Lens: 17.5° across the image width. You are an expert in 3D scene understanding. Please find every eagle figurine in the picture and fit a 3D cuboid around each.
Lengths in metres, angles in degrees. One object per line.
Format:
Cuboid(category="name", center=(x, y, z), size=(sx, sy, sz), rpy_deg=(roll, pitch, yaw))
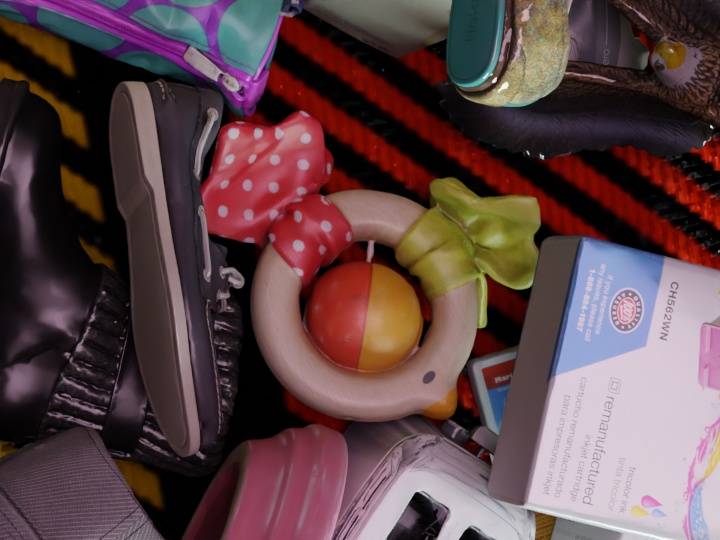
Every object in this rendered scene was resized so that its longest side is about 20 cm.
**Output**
Cuboid(category="eagle figurine", center=(0.164, -0.117, 1.295), size=(0.199, 0.151, 0.152), rpy_deg=(28, 60, 19))

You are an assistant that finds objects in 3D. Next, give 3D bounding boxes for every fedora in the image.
Cuboid(category="fedora", center=(-0.154, 0.145, 1.232), size=(0.090, 0.200, 0.177), rpy_deg=(-37, 90, -19))

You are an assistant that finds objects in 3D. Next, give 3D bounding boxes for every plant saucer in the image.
Cuboid(category="plant saucer", center=(-0.071, 0.170, 1.246), size=(0.050, 0.200, 0.202), rpy_deg=(25, 84, -9))

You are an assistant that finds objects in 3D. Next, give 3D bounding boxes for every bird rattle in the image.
Cuboid(category="bird rattle", center=(0.000, 0.000, 1.297), size=(0.198, 0.113, 0.165), rpy_deg=(12, 73, -17))

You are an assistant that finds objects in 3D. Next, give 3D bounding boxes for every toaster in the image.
Cuboid(category="toaster", center=(0.013, 0.172, 1.303), size=(0.113, 0.129, 0.201), rpy_deg=(35, 82, -11))

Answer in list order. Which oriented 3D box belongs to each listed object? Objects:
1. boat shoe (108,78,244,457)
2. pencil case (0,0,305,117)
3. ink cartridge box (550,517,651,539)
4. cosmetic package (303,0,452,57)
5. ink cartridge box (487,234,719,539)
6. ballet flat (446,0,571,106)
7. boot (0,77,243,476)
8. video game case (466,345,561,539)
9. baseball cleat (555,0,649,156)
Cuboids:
Cuboid(category="boat shoe", center=(-0.087, -0.004, 1.235), size=(0.062, 0.073, 0.202), rpy_deg=(-5, 80, -24))
Cuboid(category="pencil case", center=(-0.136, -0.156, 1.287), size=(0.198, 0.093, 0.085), rpy_deg=(19, 128, -12))
Cuboid(category="ink cartridge box", center=(0.162, 0.135, 1.328), size=(0.066, 0.116, 0.202), rpy_deg=(16, 86, -13))
Cuboid(category="cosmetic package", center=(0.038, -0.185, 1.272), size=(0.071, 0.200, 0.106), rpy_deg=(26, 84, -13))
Cuboid(category="ink cartridge box", center=(0.184, 0.074, 1.232), size=(0.198, 0.085, 0.146), rpy_deg=(14, 86, -11))
Cuboid(category="ballet flat", center=(0.081, -0.180, 1.153), size=(0.070, 0.071, 0.202), rpy_deg=(5, 88, -14))
Cuboid(category="boot", center=(-0.141, 0.005, 1.288), size=(0.156, 0.079, 0.213), rpy_deg=(4, 100, -7))
Cuboid(category="video game case", center=(0.155, 0.132, 1.395), size=(0.142, 0.017, 0.202), rpy_deg=(-16, 94, -13))
Cuboid(category="baseball cleat", center=(0.103, -0.166, 1.356), size=(0.106, 0.070, 0.202), rpy_deg=(-22, 95, -13))
